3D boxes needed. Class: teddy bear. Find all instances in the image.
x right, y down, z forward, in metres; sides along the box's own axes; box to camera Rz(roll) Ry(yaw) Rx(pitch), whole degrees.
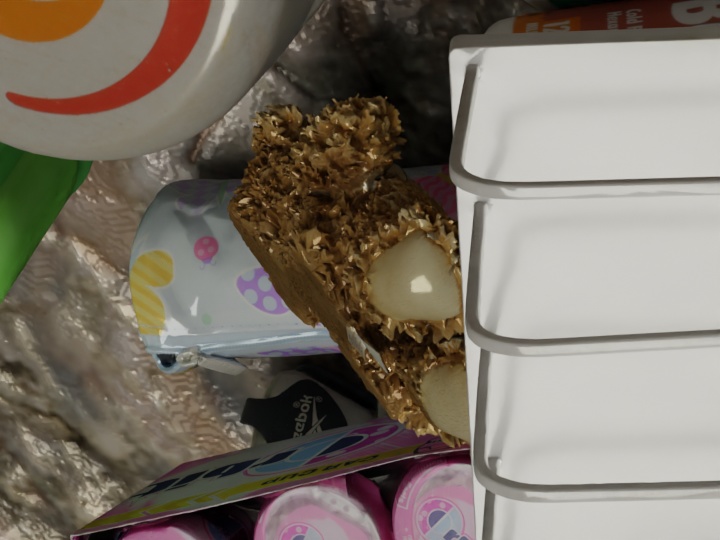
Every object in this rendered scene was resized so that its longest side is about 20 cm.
[{"bbox_3d":[0.014,-0.002,0.900,0.145,0.067,0.200,57,171,-9],"label":"teddy bear"}]

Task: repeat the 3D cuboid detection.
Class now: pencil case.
[{"bbox_3d":[0.000,0.000,1.027,0.199,0.091,0.083,-3,126,23],"label":"pencil case"}]

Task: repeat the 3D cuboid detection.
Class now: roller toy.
[{"bbox_3d":[-0.097,-0.145,0.909,0.199,0.140,0.183,-25,107,29],"label":"roller toy"}]

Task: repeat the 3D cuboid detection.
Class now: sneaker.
[{"bbox_3d":[0.014,0.085,1.099,0.129,0.080,0.199,33,143,-18],"label":"sneaker"}]

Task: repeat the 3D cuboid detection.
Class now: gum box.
[{"bbox_3d":[-0.005,0.107,1.013,0.199,0.113,0.067,-15,95,22],"label":"gum box"}]

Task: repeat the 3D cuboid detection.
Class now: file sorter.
[{"bbox_3d":[0.098,0.039,0.743,0.138,0.125,0.201,-2,112,6],"label":"file sorter"}]

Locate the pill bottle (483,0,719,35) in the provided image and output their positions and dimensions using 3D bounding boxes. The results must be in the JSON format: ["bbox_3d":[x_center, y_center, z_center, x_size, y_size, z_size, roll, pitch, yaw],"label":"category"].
[{"bbox_3d":[0.145,-0.045,0.831,0.199,0.112,0.113,-8,126,9],"label":"pill bottle"}]

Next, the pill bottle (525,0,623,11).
[{"bbox_3d":[0.142,-0.160,0.818,0.199,0.113,0.113,-9,124,29],"label":"pill bottle"}]

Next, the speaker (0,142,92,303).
[{"bbox_3d":[-0.178,-0.017,1.009,0.088,0.200,0.089,11,132,13],"label":"speaker"}]
